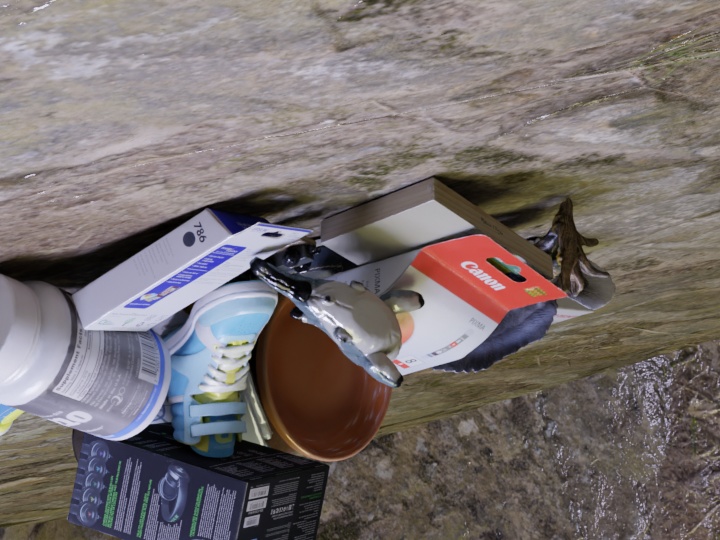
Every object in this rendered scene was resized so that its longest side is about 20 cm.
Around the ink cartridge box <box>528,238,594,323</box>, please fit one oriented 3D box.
[{"bbox_3d":[0.153,0.034,2.011,0.199,0.085,0.144,-19,168,28],"label":"ink cartridge box"}]

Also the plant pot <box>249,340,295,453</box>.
[{"bbox_3d":[-0.095,0.120,1.920,0.197,0.202,0.200,-15,173,-38],"label":"plant pot"}]

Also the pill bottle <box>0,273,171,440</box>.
[{"bbox_3d":[-0.273,0.075,1.535,0.113,0.115,0.200,-19,152,30],"label":"pill bottle"}]

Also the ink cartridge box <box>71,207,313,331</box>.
[{"bbox_3d":[-0.146,-0.007,1.493,0.199,0.039,0.099,-29,164,22],"label":"ink cartridge box"}]

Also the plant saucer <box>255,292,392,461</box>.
[{"bbox_3d":[-0.043,0.101,1.826,0.037,0.202,0.199,-7,176,42],"label":"plant saucer"}]

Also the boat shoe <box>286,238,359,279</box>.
[{"bbox_3d":[0.000,0.000,1.699,0.199,0.062,0.075,-8,168,-26],"label":"boat shoe"}]

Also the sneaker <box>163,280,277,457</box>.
[{"bbox_3d":[-0.122,0.098,1.595,0.079,0.132,0.200,0,155,-28],"label":"sneaker"}]

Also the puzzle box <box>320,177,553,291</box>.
[{"bbox_3d":[0.074,-0.018,1.613,0.132,0.026,0.200,-20,147,32],"label":"puzzle box"}]

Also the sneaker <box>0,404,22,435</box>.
[{"bbox_3d":[-0.400,0.128,1.903,0.199,0.076,0.105,-23,156,12],"label":"sneaker"}]

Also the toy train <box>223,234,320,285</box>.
[{"bbox_3d":[-0.126,-0.002,1.585,0.199,0.046,0.034,-16,161,24],"label":"toy train"}]

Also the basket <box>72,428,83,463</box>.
[{"bbox_3d":[-0.232,0.170,2.051,0.180,0.137,0.200,-38,-171,-32],"label":"basket"}]

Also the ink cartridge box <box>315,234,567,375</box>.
[{"bbox_3d":[0.075,0.037,1.637,0.199,0.051,0.162,-14,150,34],"label":"ink cartridge box"}]

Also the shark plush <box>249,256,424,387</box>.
[{"bbox_3d":[-0.029,0.049,1.543,0.083,0.092,0.199,-1,167,43],"label":"shark plush"}]

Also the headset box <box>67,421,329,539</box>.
[{"bbox_3d":[-0.160,0.213,1.658,0.199,0.094,0.174,14,-175,24],"label":"headset box"}]

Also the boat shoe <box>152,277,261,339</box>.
[{"bbox_3d":[-0.187,0.034,1.676,0.198,0.071,0.070,-6,144,-19],"label":"boat shoe"}]

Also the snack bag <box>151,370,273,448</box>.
[{"bbox_3d":[-0.178,0.176,1.796,0.187,0.201,0.021,-3,-142,19],"label":"snack bag"}]

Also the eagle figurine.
[{"bbox_3d":[0.147,0.007,1.769,0.199,0.152,0.151,-33,171,34],"label":"eagle figurine"}]
